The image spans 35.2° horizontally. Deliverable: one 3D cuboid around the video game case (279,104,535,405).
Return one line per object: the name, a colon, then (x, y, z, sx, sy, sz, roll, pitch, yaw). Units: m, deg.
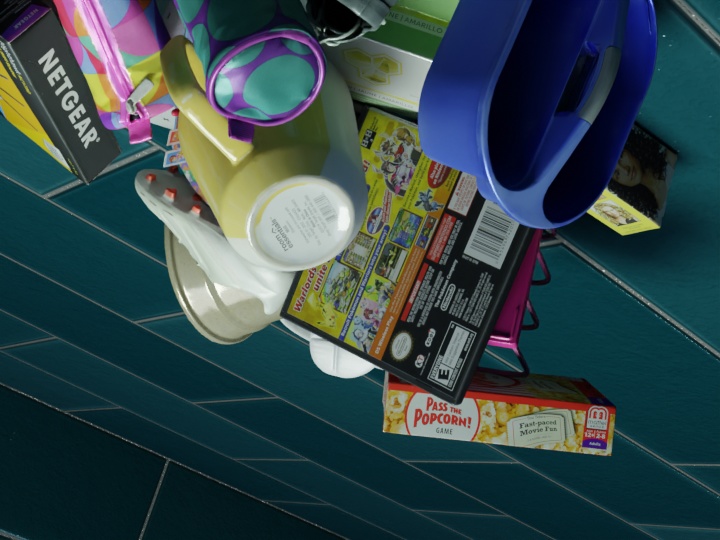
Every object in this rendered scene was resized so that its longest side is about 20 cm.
video game case: (0.044, -0.016, 0.965, 0.179, 0.202, 0.025, 25, -174, 21)

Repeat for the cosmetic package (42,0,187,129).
cosmetic package: (-0.235, -0.215, 1.042, 0.149, 0.052, 0.200, 20, 158, 2)

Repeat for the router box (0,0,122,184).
router box: (-0.300, -0.183, 0.994, 0.149, 0.051, 0.201, 36, 161, 24)

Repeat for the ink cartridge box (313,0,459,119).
ink cartridge box: (0.022, -0.196, 0.895, 0.144, 0.048, 0.200, 18, 161, 1)

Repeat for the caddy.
caddy: (0.131, -0.129, 0.779, 0.141, 0.202, 0.105, 29, 172, -39)

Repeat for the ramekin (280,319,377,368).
ramekin: (0.009, 0.041, 1.371, 0.198, 0.106, 0.200, 19, 164, 5)

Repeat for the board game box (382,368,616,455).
board game box: (0.120, 0.123, 1.039, 0.197, 0.047, 0.152, 6, -177, 0)

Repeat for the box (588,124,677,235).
box: (0.177, -0.108, 0.949, 0.199, 0.076, 0.050, 28, 159, -26)

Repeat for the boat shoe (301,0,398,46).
boat shoe: (-0.020, -0.189, 0.772, 0.072, 0.062, 0.200, 29, 175, -21)

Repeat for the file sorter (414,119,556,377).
file sorter: (0.106, -0.017, 1.052, 0.137, 0.202, 0.126, 8, 160, 20)

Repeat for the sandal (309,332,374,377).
sandal: (0.008, 0.001, 1.092, 0.078, 0.209, 0.059, 14, -170, 12)

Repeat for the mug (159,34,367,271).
mug: (-0.078, -0.081, 0.884, 0.185, 0.154, 0.150, 9, 123, -23)

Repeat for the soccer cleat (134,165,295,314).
soccer cleat: (-0.149, -0.031, 1.111, 0.199, 0.069, 0.078, 33, 121, 17)

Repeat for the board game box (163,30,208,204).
board game box: (-0.123, -0.126, 1.006, 0.157, 0.039, 0.202, 35, 130, 27)

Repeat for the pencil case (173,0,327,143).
pencil case: (-0.095, -0.192, 0.799, 0.085, 0.201, 0.093, 13, 129, -42)

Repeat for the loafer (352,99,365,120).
loafer: (-0.046, -0.129, 1.074, 0.198, 0.072, 0.073, 23, 158, -12)

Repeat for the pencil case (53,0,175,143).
pencil case: (-0.201, -0.208, 0.898, 0.088, 0.089, 0.201, 4, 129, 32)

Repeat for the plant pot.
plant pot: (-0.076, -0.032, 1.208, 0.182, 0.202, 0.200, -9, 148, 27)
